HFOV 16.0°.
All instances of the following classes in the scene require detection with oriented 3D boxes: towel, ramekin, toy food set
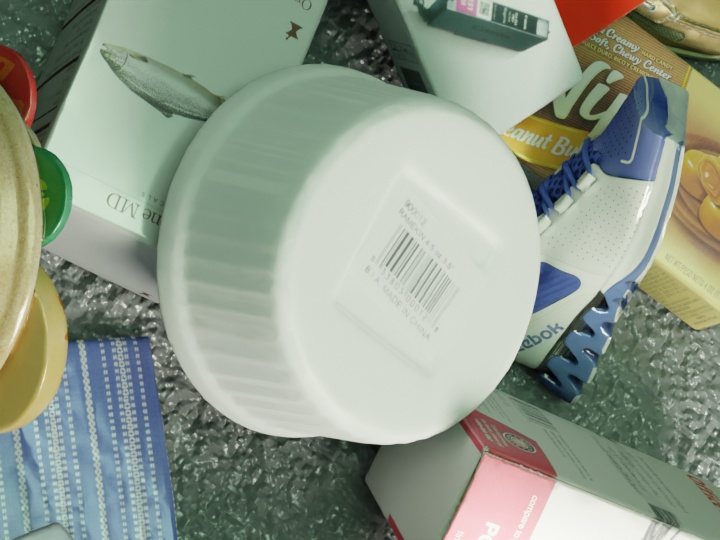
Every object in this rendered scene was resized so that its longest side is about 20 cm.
[{"bbox_3d":[-0.201,0.115,1.387,0.199,0.024,0.146,-5,81,-21],"label":"towel"},{"bbox_3d":[0.001,-0.004,1.334,0.200,0.098,0.202,-7,102,-37],"label":"ramekin"},{"bbox_3d":[-0.221,-0.019,1.321,0.049,0.199,0.199,5,91,-47],"label":"toy food set"}]

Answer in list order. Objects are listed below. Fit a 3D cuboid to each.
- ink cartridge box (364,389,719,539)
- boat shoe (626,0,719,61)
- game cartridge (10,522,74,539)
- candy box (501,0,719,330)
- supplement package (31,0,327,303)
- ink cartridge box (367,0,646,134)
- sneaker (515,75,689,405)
[{"bbox_3d":[0.119,0.141,1.403,0.199,0.147,0.083,24,100,-18],"label":"ink cartridge box"},{"bbox_3d":[0.174,-0.181,1.531,0.199,0.076,0.072,18,75,-15],"label":"boat shoe"},{"bbox_3d":[-0.200,0.231,1.319,0.200,0.042,0.133,-40,78,-16],"label":"game cartridge"},{"bbox_3d":[0.162,-0.070,1.519,0.200,0.055,0.116,36,72,-9],"label":"candy box"},{"bbox_3d":[-0.109,-0.100,1.400,0.116,0.117,0.201,25,74,-17],"label":"supplement package"},{"bbox_3d":[0.079,-0.191,1.420,0.173,0.044,0.201,-34,117,-18],"label":"ink cartridge box"},{"bbox_3d":[0.105,-0.021,1.442,0.115,0.200,0.081,20,32,-3],"label":"sneaker"}]
